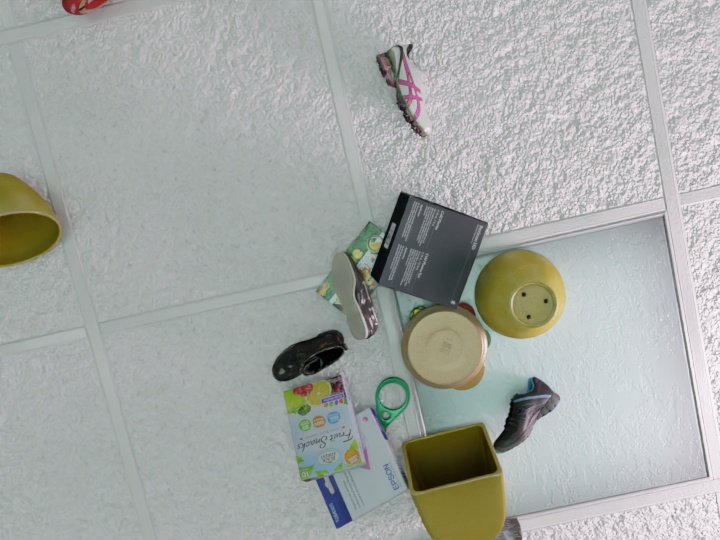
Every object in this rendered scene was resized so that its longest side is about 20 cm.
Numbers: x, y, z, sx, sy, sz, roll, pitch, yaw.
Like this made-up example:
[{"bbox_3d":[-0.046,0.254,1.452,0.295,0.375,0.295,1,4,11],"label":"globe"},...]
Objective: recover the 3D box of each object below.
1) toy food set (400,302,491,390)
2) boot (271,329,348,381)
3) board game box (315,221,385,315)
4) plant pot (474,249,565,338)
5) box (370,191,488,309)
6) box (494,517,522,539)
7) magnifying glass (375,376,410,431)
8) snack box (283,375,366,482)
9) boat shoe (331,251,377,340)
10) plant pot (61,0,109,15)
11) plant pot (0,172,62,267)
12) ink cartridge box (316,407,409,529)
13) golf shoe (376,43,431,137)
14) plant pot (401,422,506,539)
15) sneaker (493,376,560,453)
[{"bbox_3d":[0.190,0.167,1.551,0.200,0.049,0.198,8,97,0],"label":"toy food set"},{"bbox_3d":[-0.115,0.193,1.496,0.200,0.174,0.069,-32,96,4],"label":"boot"},{"bbox_3d":[0.000,0.000,1.547,0.105,0.023,0.200,37,96,-2],"label":"board game box"},{"bbox_3d":[0.354,0.062,1.488,0.200,0.142,0.201,0,98,1],"label":"plant pot"},{"bbox_3d":[0.144,-0.043,1.483,0.182,0.104,0.200,19,97,-12],"label":"box"},{"bbox_3d":[0.278,0.668,1.610,0.200,0.050,0.158,-8,96,2],"label":"box"},{"bbox_3d":[0.056,0.339,1.590,0.079,0.022,0.200,18,95,-1],"label":"magnifying glass"},{"bbox_3d":[-0.080,0.347,1.531,0.142,0.053,0.200,-17,67,6],"label":"snack box"},{"bbox_3d":[-0.012,0.053,1.523,0.067,0.057,0.200,-12,95,39],"label":"boat shoe"},{"bbox_3d":[-0.576,-0.632,1.396,0.200,0.200,0.183,-39,103,5],"label":"plant pot"},{"bbox_3d":[-0.755,-0.120,1.470,0.200,0.200,0.142,-29,69,4],"label":"plant pot"},{"bbox_3d":[-0.016,0.439,1.540,0.200,0.043,0.197,-32,66,9],"label":"ink cartridge box"},{"bbox_3d":[0.112,-0.383,1.472,0.092,0.073,0.200,-26,96,3],"label":"golf shoe"},{"bbox_3d":[0.217,0.488,1.526,0.195,0.194,0.200,-15,110,3],"label":"plant pot"},{"bbox_3d":[0.352,0.322,1.542,0.200,0.073,0.082,-41,85,-23],"label":"sneaker"}]
